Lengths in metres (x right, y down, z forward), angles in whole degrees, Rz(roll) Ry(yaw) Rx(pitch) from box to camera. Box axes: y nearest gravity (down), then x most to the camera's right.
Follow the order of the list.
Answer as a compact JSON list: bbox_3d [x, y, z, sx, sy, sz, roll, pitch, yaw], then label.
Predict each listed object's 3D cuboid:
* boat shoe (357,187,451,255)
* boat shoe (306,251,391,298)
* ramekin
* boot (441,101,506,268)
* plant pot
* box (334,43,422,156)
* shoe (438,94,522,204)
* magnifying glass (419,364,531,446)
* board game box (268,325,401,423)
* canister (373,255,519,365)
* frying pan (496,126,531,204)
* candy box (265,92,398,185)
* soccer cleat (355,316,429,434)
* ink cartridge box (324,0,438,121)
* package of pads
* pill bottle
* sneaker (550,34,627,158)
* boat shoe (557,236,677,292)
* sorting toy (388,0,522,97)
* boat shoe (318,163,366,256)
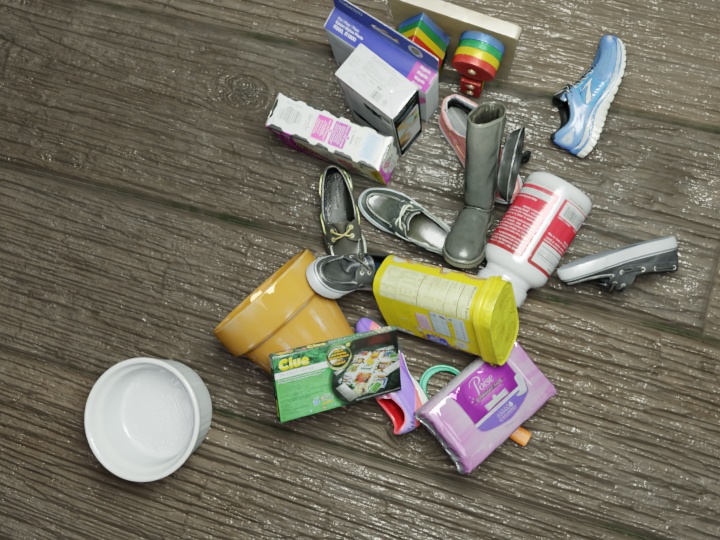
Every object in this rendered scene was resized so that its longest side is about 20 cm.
[{"bbox_3d":[0.086,-0.086,1.029,0.199,0.071,0.072,26,90,8],"label":"boat shoe"},{"bbox_3d":[0.000,0.000,0.971,0.066,0.199,0.070,-36,66,32],"label":"boat shoe"},{"bbox_3d":[-0.353,0.246,1.053,0.199,0.098,0.202,0,87,8],"label":"ramekin"},{"bbox_3d":[0.175,-0.128,0.924,0.072,0.182,0.201,14,133,10],"label":"boot"},{"bbox_3d":[-0.101,0.099,0.993,0.200,0.200,0.183,-41,98,3],"label":"plant pot"},{"bbox_3d":[0.035,-0.264,0.982,0.117,0.200,0.060,40,91,10],"label":"box"},{"bbox_3d":[0.197,-0.197,1.011,0.071,0.091,0.201,-36,83,4],"label":"shoe"},{"bbox_3d":[0.188,0.227,1.022,0.199,0.022,0.080,31,90,7],"label":"magnifying glass"},{"bbox_3d":[-0.034,0.154,0.929,0.199,0.023,0.105,-10,108,-21],"label":"board game box"},{"bbox_3d":[0.130,0.057,0.949,0.199,0.149,0.087,15,58,31],"label":"canister"},{"bbox_3d":[0.240,-0.181,0.947,0.031,0.190,0.115,12,133,17],"label":"frying pan"},{"bbox_3d":[-0.041,-0.213,1.021,0.199,0.136,0.061,22,91,9],"label":"candy box"},{"bbox_3d":[0.041,0.170,1.011,0.073,0.068,0.201,-27,85,-38],"label":"soccer cleat"},{"bbox_3d":[0.035,-0.332,0.986,0.196,0.200,0.043,35,91,9],"label":"ink cartridge box"},{"bbox_3d":[0.195,0.209,0.971,0.200,0.076,0.121,-38,83,-14],"label":"package of pads"},{"bbox_3d":[0.269,-0.046,0.983,0.112,0.112,0.201,32,91,8],"label":"pill bottle"},{"bbox_3d":[0.366,-0.291,1.002,0.089,0.079,0.201,20,90,6],"label":"sneaker"},{"bbox_3d":[0.410,0.000,0.969,0.199,0.070,0.067,-15,91,-13],"label":"boat shoe"},{"bbox_3d":[0.139,-0.346,0.975,0.199,0.199,0.070,22,94,8],"label":"sorting toy"},{"bbox_3d":[-0.035,-0.080,1.049,0.071,0.061,0.202,-11,85,7],"label":"boat shoe"}]
